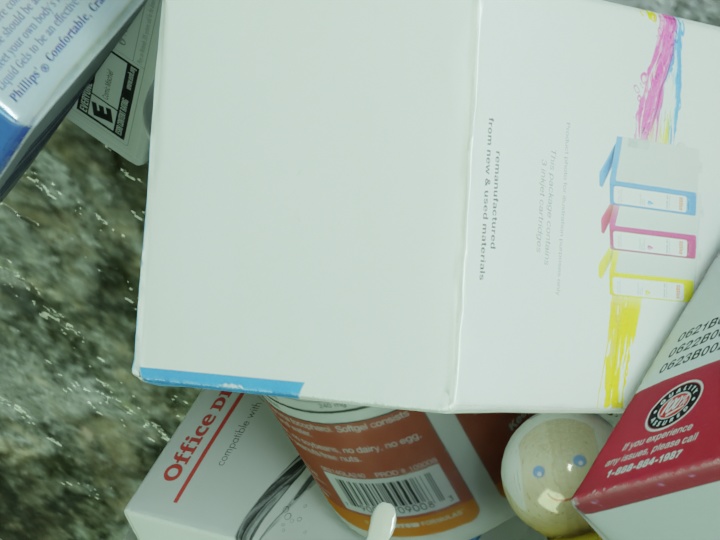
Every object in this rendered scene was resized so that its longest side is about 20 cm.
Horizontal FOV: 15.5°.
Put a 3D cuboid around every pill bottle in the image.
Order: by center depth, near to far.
[{"bbox_3d":[0.000,0.000,0.982,0.112,0.112,0.201,4,137,37],"label":"pill bottle"}]

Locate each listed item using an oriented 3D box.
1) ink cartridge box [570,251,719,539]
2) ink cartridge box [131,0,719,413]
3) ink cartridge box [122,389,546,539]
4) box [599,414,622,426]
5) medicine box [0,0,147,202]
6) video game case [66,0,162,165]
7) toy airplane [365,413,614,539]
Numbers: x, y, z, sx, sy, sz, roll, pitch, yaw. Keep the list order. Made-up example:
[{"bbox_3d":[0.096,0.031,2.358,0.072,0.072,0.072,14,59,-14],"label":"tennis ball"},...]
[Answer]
[{"bbox_3d":[0.191,0.030,0.776,0.145,0.200,0.145,46,145,-15],"label":"ink cartridge box"},{"bbox_3d":[0.044,-0.020,0.847,0.128,0.126,0.199,3,179,39],"label":"ink cartridge box"},{"bbox_3d":[-0.016,0.090,1.108,0.199,0.116,0.068,9,140,31],"label":"ink cartridge box"},{"bbox_3d":[0.120,0.077,1.046,0.041,0.039,0.201,13,142,26],"label":"box"},{"bbox_3d":[-0.189,-0.112,0.939,0.200,0.103,0.182,39,150,-5],"label":"medicine box"},{"bbox_3d":[-0.136,-0.143,0.965,0.182,0.022,0.200,34,150,7],"label":"video game case"},{"bbox_3d":[0.085,0.110,0.920,0.199,0.199,0.142,7,116,54],"label":"toy airplane"}]
